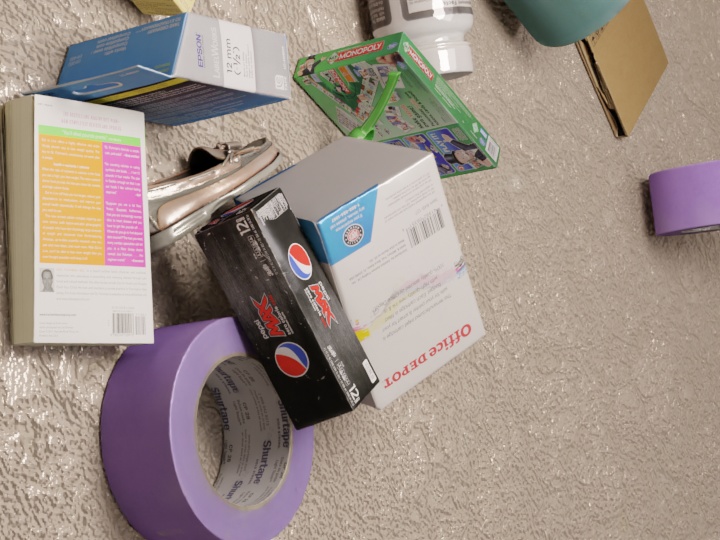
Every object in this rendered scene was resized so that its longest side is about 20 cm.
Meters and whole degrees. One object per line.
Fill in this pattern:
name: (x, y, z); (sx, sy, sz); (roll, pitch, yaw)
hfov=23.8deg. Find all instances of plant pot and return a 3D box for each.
plant pot: (0.231, -0.400, 2.069); (0.161, 0.200, 0.202); (38, 53, -30)

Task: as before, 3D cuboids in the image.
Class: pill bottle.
pill bottle: (0.062, -0.307, 1.868); (0.113, 0.113, 0.202); (-11, 92, -55)

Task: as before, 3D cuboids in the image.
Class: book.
book: (-0.233, -0.038, 1.440); (0.133, 0.048, 0.203); (4, 82, -48)

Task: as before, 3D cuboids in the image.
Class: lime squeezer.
lime squeezer: (0.022, -0.108, 1.758); (0.038, 0.070, 0.202); (-59, 144, -63)

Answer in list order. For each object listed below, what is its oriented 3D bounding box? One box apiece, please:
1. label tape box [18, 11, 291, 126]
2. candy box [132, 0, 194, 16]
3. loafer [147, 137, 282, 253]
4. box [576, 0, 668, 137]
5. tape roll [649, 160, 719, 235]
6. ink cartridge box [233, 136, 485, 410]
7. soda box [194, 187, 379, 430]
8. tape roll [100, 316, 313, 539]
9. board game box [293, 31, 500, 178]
label tape box: (-0.176, -0.176, 1.478); (0.199, 0.142, 0.067); (7, 78, -54)
candy box: (-0.196, -0.323, 1.503); (0.200, 0.055, 0.117); (49, 53, -59)
loafer: (-0.144, -0.086, 1.574); (0.200, 0.071, 0.063); (-42, 108, -46)
box: (0.365, -0.304, 2.374); (0.164, 0.021, 0.200); (62, 39, -25)
tape roll: (0.501, -0.103, 2.358); (0.199, 0.198, 0.086); (-4, 87, -55)
ink cartridge box: (0.000, 0.000, 1.619); (0.147, 0.144, 0.202); (-31, 117, -29)
soda box: (-0.064, 0.034, 1.511); (0.202, 0.070, 0.063); (63, 32, -10)
tape roll: (-0.133, 0.146, 1.522); (0.199, 0.084, 0.203); (15, 72, -52)
board game box: (0.040, -0.163, 1.789); (0.200, 0.133, 0.029); (45, 49, -40)
